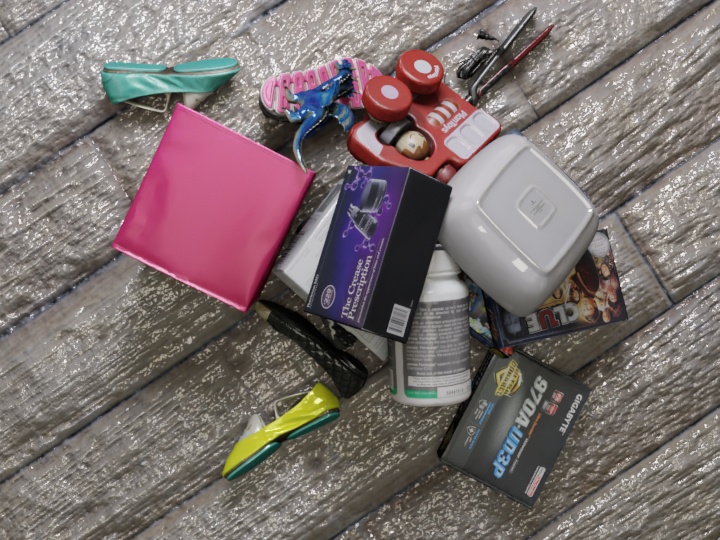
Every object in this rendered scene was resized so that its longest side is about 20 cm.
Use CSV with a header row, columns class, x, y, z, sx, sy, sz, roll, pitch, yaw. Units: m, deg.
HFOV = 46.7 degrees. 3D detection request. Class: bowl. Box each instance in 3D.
class,x,y,z,sx,sy,sz,roll,pitch,yaw
bowl,0.208,-0.068,1.070,0.200,0.075,0.200,45,65,-2

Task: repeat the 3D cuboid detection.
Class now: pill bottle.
class,x,y,z,sx,sy,sz,roll,pitch,yaw
pill bottle,0.090,0.070,1.114,0.112,0.113,0.203,-3,97,-2

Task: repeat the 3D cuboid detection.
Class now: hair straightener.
class,x,y,z,sx,sy,sz,roll,pitch,yaw
hair straightener,0.188,-0.314,1.224,0.200,0.041,0.077,-44,93,4

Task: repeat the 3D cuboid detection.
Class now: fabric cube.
class,x,y,z,sx,sy,sz,roll,pitch,yaw
fabric cube,-0.187,-0.084,1.133,0.194,0.200,0.201,25,93,-4

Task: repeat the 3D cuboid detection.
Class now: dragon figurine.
class,x,y,z,sx,sy,sz,roll,pitch,yaw
dragon figurine,-0.045,-0.209,1.077,0.098,0.201,0.059,-16,126,10

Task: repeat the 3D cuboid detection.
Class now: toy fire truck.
class,x,y,z,sx,sy,sz,roll,pitch,yaw
toy fire truck,0.085,-0.191,1.139,0.167,0.113,0.200,37,53,10

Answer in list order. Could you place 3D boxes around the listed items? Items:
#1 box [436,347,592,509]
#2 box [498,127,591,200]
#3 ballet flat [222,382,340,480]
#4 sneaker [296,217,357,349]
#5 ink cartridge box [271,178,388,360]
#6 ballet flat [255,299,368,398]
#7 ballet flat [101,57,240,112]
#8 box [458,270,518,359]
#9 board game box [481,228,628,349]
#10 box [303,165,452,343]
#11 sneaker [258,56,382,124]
class,x,y,z,sx,sy,sz,roll,pitch,yaw
box,0.227,0.226,1.240,0.158,0.046,0.202,28,90,-3
box,0.200,-0.092,1.162,0.199,0.051,0.158,-35,72,-25
ballet flat,-0.124,0.230,1.223,0.199,0.067,0.067,-31,72,-4
sneaker,-0.049,0.014,1.206,0.066,0.090,0.203,-18,102,-36
ink cartridge box,0.000,0.000,1.151,0.200,0.057,0.163,44,75,-27
ballet flat,-0.076,0.113,1.213,0.199,0.066,0.057,39,102,-2
ballet flat,-0.268,-0.264,1.195,0.197,0.068,0.071,-3,117,-2
box,0.210,0.007,1.210,0.136,0.040,0.201,36,76,-4
board game box,0.271,0.025,1.181,0.198,0.035,0.137,-11,84,-14
box,0.019,-0.025,1.051,0.078,0.141,0.202,19,85,-32
sneaker,-0.061,-0.255,1.196,0.198,0.087,0.075,-15,95,-25
